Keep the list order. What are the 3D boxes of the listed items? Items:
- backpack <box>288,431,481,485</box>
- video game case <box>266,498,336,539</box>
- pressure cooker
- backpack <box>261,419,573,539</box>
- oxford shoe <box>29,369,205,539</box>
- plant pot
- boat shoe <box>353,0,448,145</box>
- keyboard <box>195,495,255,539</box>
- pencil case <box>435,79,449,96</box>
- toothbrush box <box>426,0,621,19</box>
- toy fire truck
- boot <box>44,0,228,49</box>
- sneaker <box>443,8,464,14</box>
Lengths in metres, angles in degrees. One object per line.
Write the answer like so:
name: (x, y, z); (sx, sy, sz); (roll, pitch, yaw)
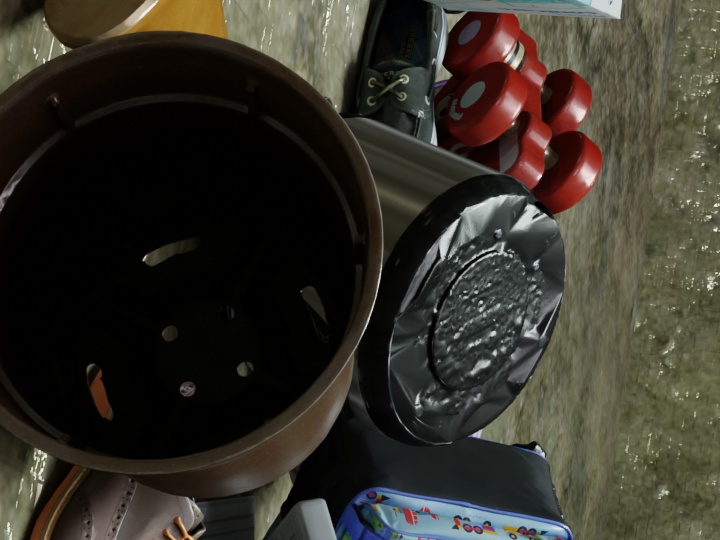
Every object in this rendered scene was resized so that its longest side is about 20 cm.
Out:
backpack: (0.017, 0.062, 1.595); (0.200, 0.150, 0.178); (-61, 156, -46)
video game case: (-0.029, 0.262, 1.397); (0.182, 0.023, 0.200); (126, -49, -57)
pressure cooker: (0.002, -0.001, 1.406); (0.179, 0.200, 0.176); (18, 97, -52)
backpack: (0.024, 0.204, 1.495); (0.200, 0.182, 0.135); (-61, -152, 28)
oxford shoe: (-0.123, 0.138, 1.192); (0.071, 0.073, 0.200); (74, 27, -59)
plant pot: (-0.085, 0.018, 1.086); (0.198, 0.200, 0.201); (79, 20, -73)
boat shoe: (0.025, -0.134, 1.694); (0.057, 0.069, 0.200); (71, 23, -52)
keyboard: (-0.096, 0.173, 1.451); (0.200, 0.011, 0.056); (14, 82, -76)
pencil case: (0.096, -0.103, 1.943); (0.200, 0.085, 0.084); (35, 61, -75)
toothbrush box: (0.083, -0.235, 1.607); (0.200, 0.146, 0.085); (7, 90, -61)
toy fire truck: (0.084, -0.098, 1.767); (0.112, 0.168, 0.200); (39, 29, -27)
boot: (-0.100, -0.119, 1.168); (0.201, 0.071, 0.144); (-74, 161, -51)
sneaker: (0.063, -0.304, 1.757); (0.090, 0.067, 0.200); (52, 40, -73)
